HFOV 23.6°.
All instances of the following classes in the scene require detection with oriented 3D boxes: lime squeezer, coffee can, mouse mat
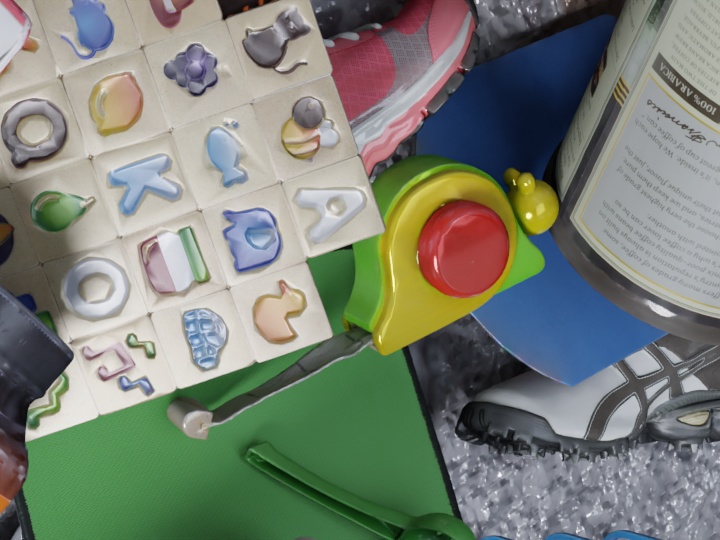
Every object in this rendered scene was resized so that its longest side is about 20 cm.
[{"bbox_3d":[0.034,0.141,0.713,0.071,0.200,0.038,-5,143,-50],"label":"lime squeezer"},{"bbox_3d":[0.179,-0.086,0.745,0.146,0.146,0.200,-17,145,-32],"label":"coffee can"},{"bbox_3d":[-0.056,0.071,0.741,0.200,0.008,0.161,-8,73,-31],"label":"mouse mat"}]

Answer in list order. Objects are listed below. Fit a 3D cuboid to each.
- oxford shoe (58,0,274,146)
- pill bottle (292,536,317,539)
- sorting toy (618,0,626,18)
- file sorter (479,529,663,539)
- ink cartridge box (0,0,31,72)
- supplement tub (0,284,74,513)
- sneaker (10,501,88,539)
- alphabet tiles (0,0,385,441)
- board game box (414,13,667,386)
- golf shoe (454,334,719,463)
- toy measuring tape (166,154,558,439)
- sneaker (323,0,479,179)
[{"bbox_3d":[-0.061,-0.123,0.719,0.073,0.071,0.200,42,73,-37],"label":"oxford shoe"},{"bbox_3d":[-0.075,0.196,0.645,0.200,0.113,0.113,-28,114,-17],"label":"pill bottle"},{"bbox_3d":[0.231,-0.161,0.863,0.185,0.036,0.200,10,105,-23],"label":"sorting toy"},{"bbox_3d":[0.090,0.199,0.844,0.200,0.139,0.123,4,93,-36],"label":"file sorter"},{"bbox_3d":[-0.211,-0.103,0.532,0.148,0.200,0.086,47,72,-31],"label":"ink cartridge box"},{"bbox_3d":[-0.195,0.083,0.625,0.200,0.107,0.107,-51,123,-11],"label":"supplement tub"},{"bbox_3d":[-0.112,0.192,0.734,0.115,0.075,0.200,-45,118,-17],"label":"sneaker"},{"bbox_3d":[-0.099,-0.029,0.673,0.200,0.006,0.167,-19,103,2],"label":"alphabet tiles"},{"bbox_3d":[0.106,-0.034,0.858,0.200,0.039,0.158,-25,86,-31],"label":"board game box"},{"bbox_3d":[0.123,0.049,0.885,0.200,0.078,0.095,-2,93,-45],"label":"golf shoe"},{"bbox_3d":[0.000,0.000,0.742,0.200,0.074,0.074,-26,113,-19],"label":"toy measuring tape"},{"bbox_3d":[-0.023,-0.075,0.754,0.087,0.074,0.200,45,64,-11],"label":"sneaker"}]
